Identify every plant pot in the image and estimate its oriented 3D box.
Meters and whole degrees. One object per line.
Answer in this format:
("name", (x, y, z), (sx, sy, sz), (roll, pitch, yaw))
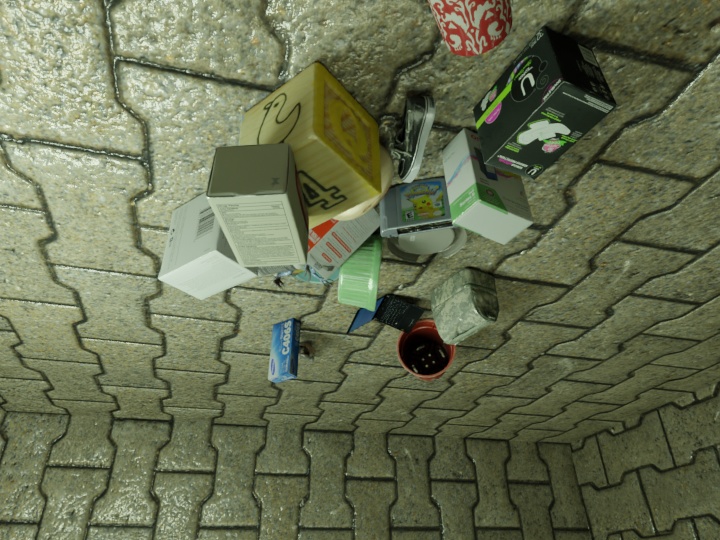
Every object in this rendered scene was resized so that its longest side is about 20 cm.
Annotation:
("plant pot", (0.235, 0.297, 1.836), (0.200, 0.202, 0.195), (-6, 156, 7))

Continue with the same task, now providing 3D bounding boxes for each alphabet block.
("alphabet block", (-0.095, -0.222, 0.982), (0.199, 0.196, 0.196), (-24, 143, 30))

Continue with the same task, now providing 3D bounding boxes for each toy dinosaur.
("toy dinosaur", (-0.154, -0.022, 1.379), (0.181, 0.200, 0.105), (-41, 173, 3))

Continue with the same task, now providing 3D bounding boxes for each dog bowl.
("dog bowl", (0.164, -0.097, 1.314), (0.199, 0.059, 0.200), (-1, 147, -1))

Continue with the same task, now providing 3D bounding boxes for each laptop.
("laptop", (0.079, 0.165, 1.678), (0.199, 0.104, 0.177), (23, 146, -1))

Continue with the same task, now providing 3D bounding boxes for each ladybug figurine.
("ladybug figurine", (-0.003, -0.186, 1.112), (0.200, 0.136, 0.072), (-37, 165, 28))

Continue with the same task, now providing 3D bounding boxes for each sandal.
("sandal", (-0.212, 0.299, 1.941), (0.079, 0.059, 0.207), (13, 170, 7))

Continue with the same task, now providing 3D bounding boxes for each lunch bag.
("lunch bag", (0.311, 0.115, 1.553), (0.139, 0.168, 0.200), (18, 144, -27))

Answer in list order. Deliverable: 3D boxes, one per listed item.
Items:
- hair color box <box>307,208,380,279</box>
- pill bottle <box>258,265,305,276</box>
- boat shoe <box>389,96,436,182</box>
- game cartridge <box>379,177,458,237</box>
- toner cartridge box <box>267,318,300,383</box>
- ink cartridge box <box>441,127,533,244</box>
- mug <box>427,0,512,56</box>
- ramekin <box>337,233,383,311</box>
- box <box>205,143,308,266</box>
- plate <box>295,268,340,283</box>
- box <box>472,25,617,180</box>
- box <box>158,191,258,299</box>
("hair color box", (-0.053, -0.087, 1.223), (0.200, 0.064, 0.111), (-46, 139, -1))
("pill bottle", (-0.200, -0.052, 1.321), (0.199, 0.114, 0.113), (-9, 147, 14))
("boat shoe", (0.093, -0.257, 1.040), (0.068, 0.074, 0.200), (0, 148, -11))
("game cartridge", (0.140, -0.145, 1.165), (0.199, 0.134, 0.041), (-9, 140, 10))
("toner cartridge box", (-0.254, 0.267, 1.745), (0.095, 0.201, 0.043), (-22, 141, 29))
("ink cartridge box", (0.254, -0.173, 1.065), (0.145, 0.201, 0.088), (17, 140, -26))
("mug", (0.167, -0.423, 0.732), (0.177, 0.134, 0.200), (-12, 150, 19))
("ramekin", (0.000, 0.000, 1.340), (0.097, 0.201, 0.200), (7, 148, 1))
("box", (-0.165, -0.105, 0.886), (0.127, 0.109, 0.200), (-2, 148, 3))
("plate", (-0.119, -0.007, 1.479), (0.199, 0.026, 0.200), (0, 147, 0))
("box", (0.316, -0.289, 0.928), (0.124, 0.149, 0.200), (13, 145, -24))
("box", (-0.342, -0.066, 1.212), (0.199, 0.200, 0.131), (-21, 142, 29))
